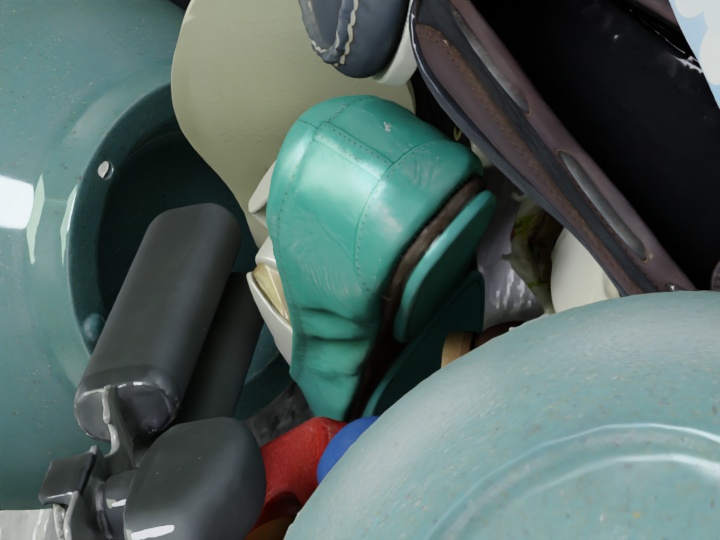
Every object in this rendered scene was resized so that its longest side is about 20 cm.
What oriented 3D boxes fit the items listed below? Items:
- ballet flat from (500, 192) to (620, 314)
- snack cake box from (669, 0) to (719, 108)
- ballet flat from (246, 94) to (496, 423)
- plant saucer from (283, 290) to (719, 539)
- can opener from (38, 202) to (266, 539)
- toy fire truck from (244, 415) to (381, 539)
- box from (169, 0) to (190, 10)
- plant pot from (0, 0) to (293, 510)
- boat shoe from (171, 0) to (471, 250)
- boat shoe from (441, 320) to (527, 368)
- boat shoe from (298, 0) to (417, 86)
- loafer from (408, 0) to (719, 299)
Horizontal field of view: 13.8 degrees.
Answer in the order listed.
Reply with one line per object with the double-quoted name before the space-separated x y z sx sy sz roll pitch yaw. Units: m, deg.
"ballet flat" 0.094 0.028 0.785 0.076 0.064 0.200 -66 30 12
"snack cake box" 0.117 -0.100 0.653 0.115 0.067 0.201 -50 48 37
"ballet flat" 0.000 0.000 0.879 0.067 0.070 0.200 -46 -13 -17
"plant saucer" 0.060 0.089 0.629 0.200 0.039 0.202 -8 64 16
"can opener" -0.051 0.044 0.865 0.200 0.066 0.053 -81 -24 -62
"toy fire truck" -0.016 0.131 0.849 0.201 0.111 0.168 -93 27 -43
"box" -0.080 -0.183 1.157 0.200 0.104 0.183 -16 63 58
"plant pot" -0.092 -0.009 1.017 0.134 0.200 0.202 6 81 47
"boat shoe" -0.009 -0.053 0.909 0.202 0.073 0.063 68 -151 -60
"boat shoe" 0.064 0.102 0.810 0.070 0.070 0.201 -14 60 12
"boat shoe" -0.021 -0.144 0.789 0.075 0.061 0.201 148 117 -62
"loafer" 0.087 -0.016 0.701 0.072 0.200 0.063 -49 -14 -5
